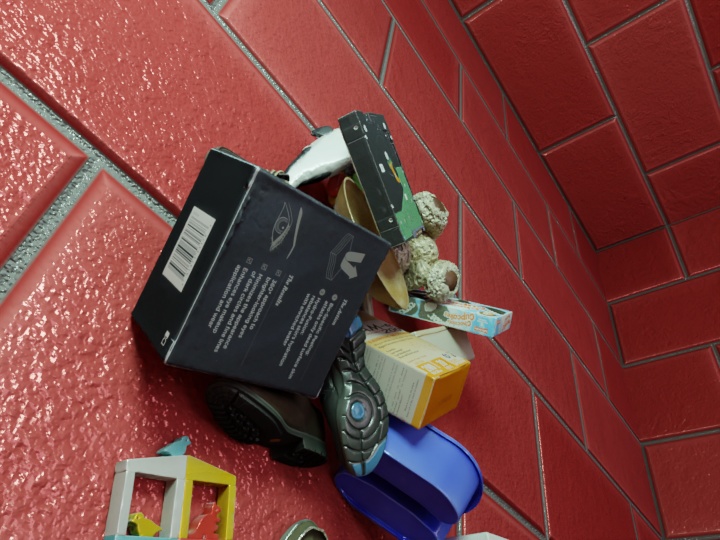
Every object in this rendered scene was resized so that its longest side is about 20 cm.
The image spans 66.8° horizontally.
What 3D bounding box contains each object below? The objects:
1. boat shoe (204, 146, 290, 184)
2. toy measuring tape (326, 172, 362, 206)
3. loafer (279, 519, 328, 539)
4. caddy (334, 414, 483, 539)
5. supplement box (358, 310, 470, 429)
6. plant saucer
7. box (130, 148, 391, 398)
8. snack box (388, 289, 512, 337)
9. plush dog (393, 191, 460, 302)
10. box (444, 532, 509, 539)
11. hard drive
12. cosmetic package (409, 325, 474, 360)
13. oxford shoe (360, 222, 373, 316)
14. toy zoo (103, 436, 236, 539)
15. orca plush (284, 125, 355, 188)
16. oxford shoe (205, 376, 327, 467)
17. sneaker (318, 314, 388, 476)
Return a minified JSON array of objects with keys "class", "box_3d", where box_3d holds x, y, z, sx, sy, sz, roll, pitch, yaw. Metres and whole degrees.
[{"class":"boat shoe","box_3d":[-0.128,-0.114,0.774,0.199,0.073,0.075,35,42,-42]},{"class":"toy measuring tape","box_3d":[-0.032,-0.101,0.941,0.073,0.073,0.203,24,74,-49]},{"class":"loafer","box_3d":[-0.062,0.362,0.565,0.075,0.069,0.201,47,36,-29]},{"class":"caddy","box_3d":[0.063,0.264,0.724,0.199,0.142,0.105,30,34,13]},{"class":"supplement box","box_3d":[0.033,0.125,0.750,0.126,0.198,0.074,-2,111,-58]},{"class":"plant saucer","box_3d":[0.010,-0.032,0.769,0.201,0.035,0.201,60,14,-25]},{"class":"box","box_3d":[-0.102,0.009,0.590,0.199,0.117,0.198,26,91,-42]},{"class":"snack box","box_3d":[0.164,0.074,0.993,0.116,0.198,0.038,-5,106,-61]},{"class":"plush dog","box_3d":[0.063,-0.030,0.977,0.170,0.160,0.203,1,74,-31]},{"class":"box","box_3d":[0.149,0.476,0.722,0.199,0.170,0.202,38,41,-39]},{"class":"hard drive","box_3d":[0.036,-0.140,0.838,0.202,0.037,0.140,68,23,-5]},{"class":"cosmetic package","box_3d":[0.109,0.146,0.947,0.199,0.103,0.074,0,69,-58]},{"class":"oxford shoe","box_3d":[0.000,0.000,0.874,0.057,0.075,0.203,-13,92,-28]},{"class":"toy zoo","box_3d":[-0.175,0.257,0.506,0.131,0.020,0.202,32,45,-44]},{"class":"orca plush","box_3d":[-0.058,-0.163,0.901,0.105,0.071,0.201,32,64,10]},{"class":"oxford shoe","box_3d":[-0.107,0.159,0.637,0.200,0.072,0.085,52,29,-45]},{"class":"sneaker","box_3d":[-0.021,0.149,0.675,0.073,0.082,0.203,6,65,-39]}]
